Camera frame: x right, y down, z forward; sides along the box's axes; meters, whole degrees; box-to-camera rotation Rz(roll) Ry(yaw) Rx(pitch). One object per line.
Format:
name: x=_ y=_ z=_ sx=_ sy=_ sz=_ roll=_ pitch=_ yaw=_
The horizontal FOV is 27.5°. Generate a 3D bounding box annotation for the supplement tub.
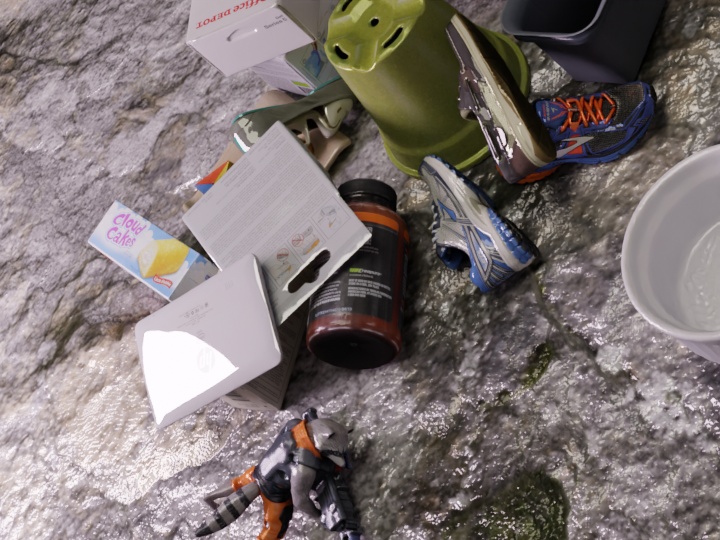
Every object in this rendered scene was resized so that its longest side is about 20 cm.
supplement tub: x=0.000 y=0.000 z=1.622 sx=0.106 sy=0.107 sz=0.201 roll=-14 pitch=55 yaw=32

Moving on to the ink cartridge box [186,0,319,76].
ink cartridge box: x=-0.128 y=-0.359 z=1.816 sx=0.145 sy=0.084 sz=0.201 roll=-17 pitch=55 yaw=30

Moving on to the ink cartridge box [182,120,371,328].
ink cartridge box: x=-0.089 y=-0.044 z=1.631 sx=0.162 sy=0.057 sz=0.200 roll=-44 pitch=62 yaw=7

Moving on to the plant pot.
plant pot: x=0.061 y=-0.234 z=1.661 sx=0.199 sy=0.184 sz=0.202 roll=-19 pitch=54 yaw=28

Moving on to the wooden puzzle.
wooden puzzle: x=-0.127 y=-0.125 z=1.844 sx=0.200 sy=0.046 sz=0.185 roll=-52 pitch=44 yaw=0

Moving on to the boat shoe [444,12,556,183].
boat shoe: x=0.131 y=-0.180 z=1.538 sx=0.066 sy=0.072 sz=0.202 roll=-38 pitch=64 yaw=20

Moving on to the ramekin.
ramekin: x=0.350 y=-0.009 z=1.351 sx=0.199 sy=0.098 sz=0.202 roll=-20 pitch=52 yaw=28

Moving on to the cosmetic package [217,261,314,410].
cosmetic package: x=-0.118 y=0.049 z=1.689 sx=0.073 sy=0.103 sz=0.201 roll=-1 pitch=63 yaw=38

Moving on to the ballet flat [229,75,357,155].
ballet flat: x=-0.064 y=-0.180 z=1.778 sx=0.199 sy=0.067 sz=0.064 roll=-23 pitch=70 yaw=-26

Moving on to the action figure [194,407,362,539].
action figure: x=-0.075 y=0.237 z=1.541 sx=0.194 sy=0.104 sz=0.200 roll=-50 pitch=42 yaw=16

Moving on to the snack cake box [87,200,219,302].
snack cake box: x=-0.233 y=-0.002 z=1.805 sx=0.200 sy=0.115 sz=0.067 roll=30 pitch=83 yaw=45

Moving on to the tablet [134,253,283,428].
tablet: x=-0.170 y=0.079 z=1.616 sx=0.199 sy=0.014 sz=0.131 roll=-30 pitch=66 yaw=33

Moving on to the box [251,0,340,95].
box: x=-0.060 y=-0.335 z=1.879 sx=0.112 sy=0.101 sz=0.201 roll=18 pitch=76 yaw=43

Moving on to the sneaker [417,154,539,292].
sneaker: x=0.105 y=-0.052 z=1.593 sx=0.085 sy=0.077 sz=0.200 roll=-47 pitch=44 yaw=11

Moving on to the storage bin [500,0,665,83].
storage bin: x=0.252 y=-0.302 z=1.586 sx=0.145 sy=0.134 sz=0.201 roll=10 pitch=70 yaw=42

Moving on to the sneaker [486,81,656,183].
sneaker: x=0.220 y=-0.152 z=1.558 sx=0.199 sy=0.078 sz=0.076 roll=-22 pitch=53 yaw=27
